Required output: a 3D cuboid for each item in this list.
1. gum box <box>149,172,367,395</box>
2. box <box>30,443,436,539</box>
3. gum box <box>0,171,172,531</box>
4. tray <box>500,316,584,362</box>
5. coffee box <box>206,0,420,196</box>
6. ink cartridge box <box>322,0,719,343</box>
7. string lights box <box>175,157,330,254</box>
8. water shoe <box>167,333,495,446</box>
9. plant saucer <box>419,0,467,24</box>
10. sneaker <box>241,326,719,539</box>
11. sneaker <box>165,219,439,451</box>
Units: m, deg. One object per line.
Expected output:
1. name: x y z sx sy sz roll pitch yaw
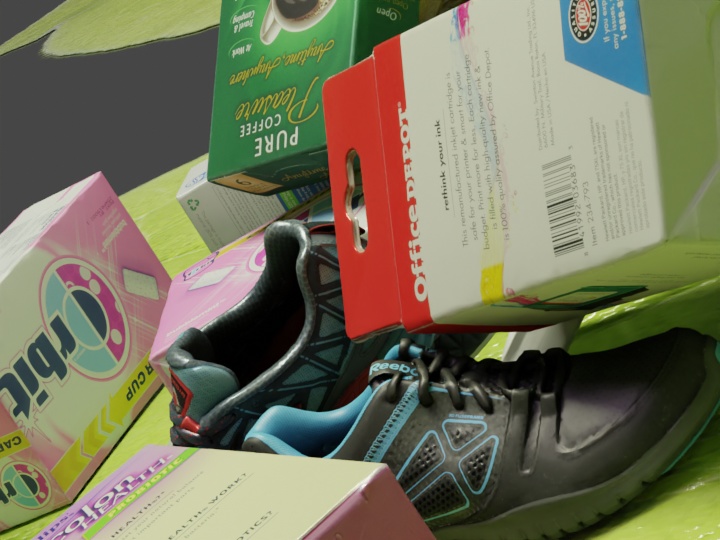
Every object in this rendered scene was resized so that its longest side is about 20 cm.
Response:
1. gum box: 0.000 0.000 1.242 0.200 0.066 0.114 -30 16 13
2. box: -0.074 0.154 0.886 0.176 0.097 0.200 -40 17 -24
3. gum box: -0.174 0.040 1.411 0.066 0.114 0.200 -23 18 32
4. tray: 0.100 -0.033 1.026 0.108 0.022 0.200 -70 2 -54
5. coffee box: -0.020 -0.144 1.256 0.123 0.044 0.201 -14 68 50
6. ink cartridge box: 0.068 -0.043 0.949 0.067 0.117 0.200 1 -12 -34
7. string lights box: 0.014 -0.053 1.340 0.200 0.103 0.059 -29 14 13
8. water shoe: -0.011 0.033 1.140 0.200 0.072 0.079 -37 11 22
9. plant saucer: 0.059 -0.216 1.362 0.200 0.048 0.201 -47 -20 -69
10. sneaker: 0.045 0.062 0.958 0.199 0.082 0.073 -26 15 21
11. sneaker: -0.057 0.063 1.040 0.079 0.095 0.200 31 88 50
